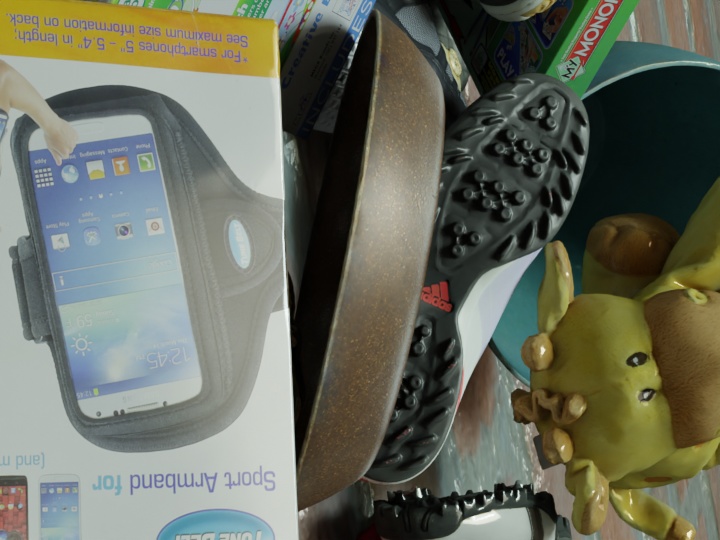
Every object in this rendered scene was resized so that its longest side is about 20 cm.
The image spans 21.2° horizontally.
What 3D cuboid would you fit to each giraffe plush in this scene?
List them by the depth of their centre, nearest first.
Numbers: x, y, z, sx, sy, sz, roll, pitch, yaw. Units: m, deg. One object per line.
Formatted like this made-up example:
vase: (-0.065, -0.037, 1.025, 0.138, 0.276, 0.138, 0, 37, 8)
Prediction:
giraffe plush: (0.140, 0.044, 0.912, 0.173, 0.200, 0.162, 56, 18, 17)

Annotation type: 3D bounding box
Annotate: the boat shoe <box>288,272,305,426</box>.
boat shoe: (-0.051, 0.043, 0.683, 0.200, 0.068, 0.072, -55, 135, -62)

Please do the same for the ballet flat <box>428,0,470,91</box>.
ballet flat: (0.057, -0.153, 1.057, 0.200, 0.057, 0.067, -71, 148, -50)

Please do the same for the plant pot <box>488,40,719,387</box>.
plant pot: (0.125, -0.045, 1.070, 0.135, 0.200, 0.200, 49, -18, 55)

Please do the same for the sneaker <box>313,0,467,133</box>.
sneaker: (0.019, -0.102, 0.906, 0.200, 0.075, 0.114, 42, 48, -59)

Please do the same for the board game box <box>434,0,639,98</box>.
board game box: (0.079, -0.174, 0.943, 0.135, 0.029, 0.200, -62, -147, 35)

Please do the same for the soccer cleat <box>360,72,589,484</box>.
soccer cleat: (0.040, 0.003, 0.870, 0.200, 0.068, 0.073, -65, -176, -8)

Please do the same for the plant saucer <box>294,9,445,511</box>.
plant saucer: (0.000, 0.000, 0.751, 0.200, 0.034, 0.200, -169, -90, -86)

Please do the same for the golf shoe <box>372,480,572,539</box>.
golf shoe: (0.061, 0.153, 0.901, 0.200, 0.078, 0.095, 38, 50, -62)

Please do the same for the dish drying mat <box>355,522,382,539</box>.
dish drying mat: (0.003, 0.163, 0.875, 0.200, 0.018, 0.077, -27, 111, -69)

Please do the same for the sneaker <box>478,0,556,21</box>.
sneaker: (0.046, -0.208, 0.875, 0.088, 0.076, 0.200, 19, 55, -45)

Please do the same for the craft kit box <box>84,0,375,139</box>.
craft kit box: (-0.028, -0.155, 0.701, 0.200, 0.048, 0.198, -63, 163, 5)

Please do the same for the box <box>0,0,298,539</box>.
box: (-0.079, 0.022, 0.557, 0.119, 0.041, 0.200, 1, 79, -28)
